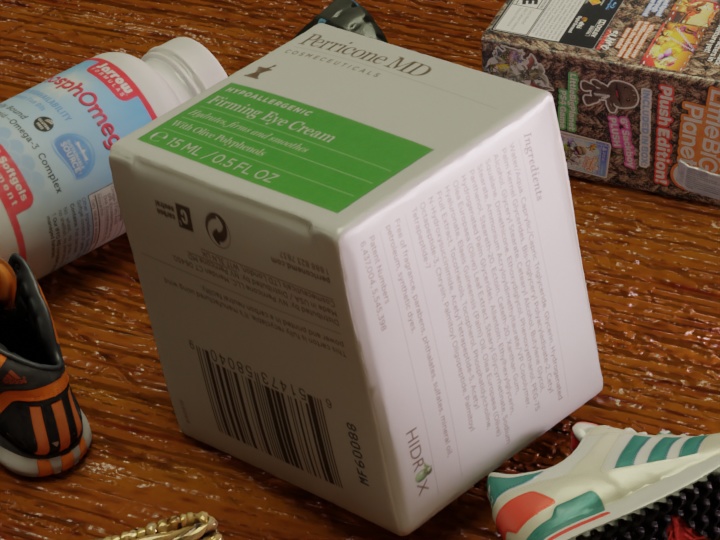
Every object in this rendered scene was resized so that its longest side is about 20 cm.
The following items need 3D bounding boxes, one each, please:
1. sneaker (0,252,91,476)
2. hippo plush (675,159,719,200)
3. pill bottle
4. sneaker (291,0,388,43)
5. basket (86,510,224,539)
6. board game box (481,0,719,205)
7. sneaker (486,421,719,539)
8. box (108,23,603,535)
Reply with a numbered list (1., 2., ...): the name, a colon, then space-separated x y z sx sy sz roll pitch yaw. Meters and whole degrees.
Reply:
1. sneaker: -0.225 0.026 1.598 0.077 0.113 0.200 -30 45 -30
2. hippo plush: 0.293 -0.012 1.602 0.200 0.160 0.161 35 20 21
3. pill bottle: -0.176 -0.071 1.719 0.199 0.109 0.109 -31 45 -29
4. sneaker: 0.013 -0.105 1.788 0.082 0.073 0.200 -37 40 -12
5. basket: -0.149 0.225 1.379 0.199 0.149 0.143 -14 72 -12
6. board game box: 0.199 -0.136 1.771 0.199 0.097 0.160 13 41 21
7. sneaker: 0.161 0.107 1.487 0.199 0.071 0.094 -21 47 -16
8. box: 0.000 0.000 1.519 0.171 0.201 0.198 -32 35 -32
